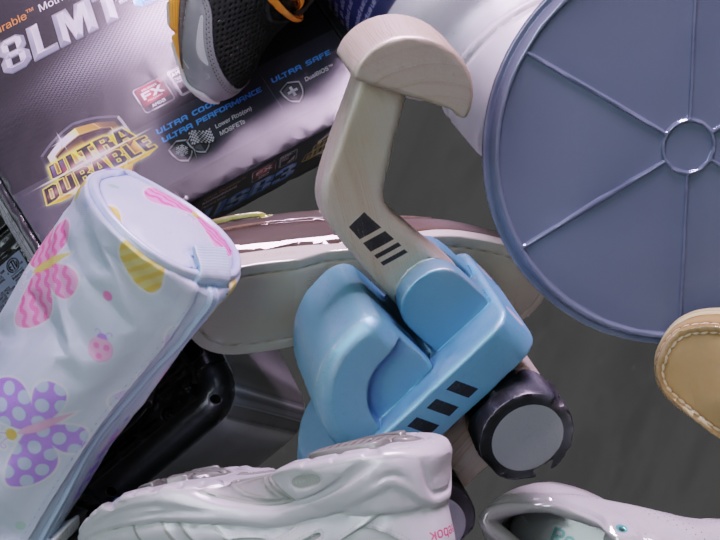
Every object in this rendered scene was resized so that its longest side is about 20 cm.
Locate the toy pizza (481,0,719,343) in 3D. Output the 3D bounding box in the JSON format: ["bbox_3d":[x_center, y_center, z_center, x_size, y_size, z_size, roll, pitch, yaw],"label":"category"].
[{"bbox_3d":[0.155,-0.063,0.825,0.199,0.032,0.202,-2,105,-7],"label":"toy pizza"}]

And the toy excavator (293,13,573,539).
[{"bbox_3d":[0.017,0.010,0.787,0.194,0.200,0.100,-44,28,9],"label":"toy excavator"}]

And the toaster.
[{"bbox_3d":[-0.147,0.050,0.927,0.200,0.119,0.181,-40,68,11],"label":"toaster"}]

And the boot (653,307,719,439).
[{"bbox_3d":[0.203,0.089,0.745,0.199,0.155,0.073,31,114,19],"label":"boot"}]

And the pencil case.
[{"bbox_3d":[-0.137,0.051,0.786,0.201,0.083,0.091,-56,44,17],"label":"pencil case"}]

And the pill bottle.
[{"bbox_3d":[0.039,-0.160,0.890,0.120,0.120,0.200,-41,67,10],"label":"pill bottle"}]

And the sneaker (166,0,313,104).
[{"bbox_3d":[-0.026,-0.169,0.815,0.077,0.078,0.201,27,92,21],"label":"sneaker"}]

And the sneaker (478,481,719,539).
[{"bbox_3d":[0.149,0.146,0.801,0.199,0.088,0.076,9,82,24],"label":"sneaker"}]

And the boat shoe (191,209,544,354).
[{"bbox_3d":[0.000,0.000,0.864,0.060,0.199,0.072,-122,34,-50],"label":"boat shoe"}]

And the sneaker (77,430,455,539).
[{"bbox_3d":[-0.045,0.134,0.754,0.199,0.078,0.100,-14,85,32],"label":"sneaker"}]

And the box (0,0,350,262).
[{"bbox_3d":[-0.121,-0.114,0.879,0.199,0.050,0.199,-29,75,-16],"label":"box"}]

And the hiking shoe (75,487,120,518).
[{"bbox_3d":[-0.094,0.199,0.871,0.086,0.074,0.201,-3,103,1],"label":"hiking shoe"}]
